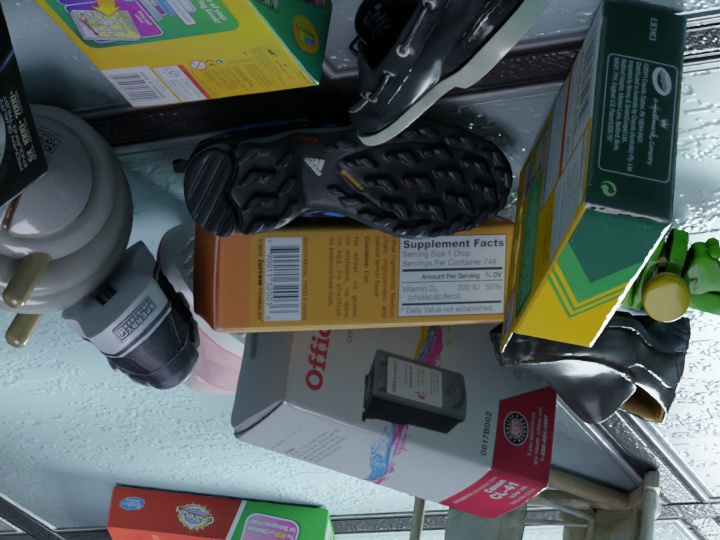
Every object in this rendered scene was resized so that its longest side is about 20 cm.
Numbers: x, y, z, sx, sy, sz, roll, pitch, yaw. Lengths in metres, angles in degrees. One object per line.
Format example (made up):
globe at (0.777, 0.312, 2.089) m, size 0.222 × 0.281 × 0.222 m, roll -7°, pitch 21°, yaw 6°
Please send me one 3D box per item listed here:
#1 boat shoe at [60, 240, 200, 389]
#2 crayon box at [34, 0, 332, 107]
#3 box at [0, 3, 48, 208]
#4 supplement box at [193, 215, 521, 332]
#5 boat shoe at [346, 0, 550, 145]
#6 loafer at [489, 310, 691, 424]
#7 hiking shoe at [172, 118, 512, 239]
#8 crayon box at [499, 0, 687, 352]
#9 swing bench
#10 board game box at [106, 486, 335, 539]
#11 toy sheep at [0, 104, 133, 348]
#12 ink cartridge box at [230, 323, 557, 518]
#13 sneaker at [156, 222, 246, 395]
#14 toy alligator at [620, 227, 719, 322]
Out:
boat shoe at (-0.137, 0.033, 1.347) m, size 0.068 × 0.072 × 0.200 m, roll 49°, pitch 174°, yaw -15°
crayon box at (-0.109, -0.163, 1.109) m, size 0.118 × 0.059 × 0.200 m, roll -4°, pitch 151°, yaw 24°
box at (-0.271, -0.121, 1.099) m, size 0.162 × 0.086 × 0.202 m, roll -3°, pitch 112°, yaw 24°
supplement box at (0.000, 0.000, 1.323) m, size 0.198 × 0.069 × 0.067 m, roll 1°, pitch -171°, yaw -17°
boat shoe at (0.029, -0.123, 1.141) m, size 0.066 × 0.075 × 0.199 m, roll 43°, pitch 162°, yaw -9°
loafer at (0.154, 0.063, 1.390) m, size 0.072 × 0.073 × 0.199 m, roll -2°, pitch 175°, yaw 41°
hiking shoe at (-0.009, -0.065, 1.279) m, size 0.198 × 0.075 × 0.087 m, roll 1°, pitch -161°, yaw -10°
crayon box at (0.129, -0.043, 1.199) m, size 0.051 × 0.127 × 0.200 m, roll 11°, pitch 154°, yaw -5°
swing bench at (0.131, 0.259, 1.725) m, size 0.198 × 0.200 × 0.130 m, roll 11°, pitch 154°, yaw -4°
board game box at (-0.122, 0.254, 1.975) m, size 0.198 × 0.041 × 0.153 m, roll 5°, pitch 154°, yaw 8°
toy sheep at (-0.202, -0.035, 1.313) m, size 0.137 × 0.139 × 0.200 m, roll 13°, pitch 163°, yaw -9°
ink cartridge box at (0.029, 0.062, 1.420) m, size 0.199 × 0.149 × 0.086 m, roll 19°, pitch 152°, yaw -22°
sneaker at (-0.108, 0.036, 1.489) m, size 0.104 × 0.076 × 0.200 m, roll -12°, pitch 152°, yaw 26°
toy alligator at (0.201, -0.002, 1.347) m, size 0.198 × 0.059 × 0.055 m, roll 8°, pitch 114°, yaw 1°
